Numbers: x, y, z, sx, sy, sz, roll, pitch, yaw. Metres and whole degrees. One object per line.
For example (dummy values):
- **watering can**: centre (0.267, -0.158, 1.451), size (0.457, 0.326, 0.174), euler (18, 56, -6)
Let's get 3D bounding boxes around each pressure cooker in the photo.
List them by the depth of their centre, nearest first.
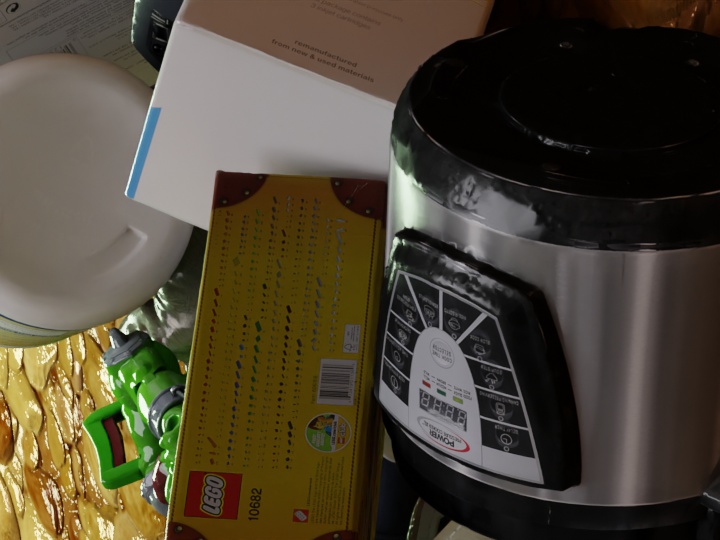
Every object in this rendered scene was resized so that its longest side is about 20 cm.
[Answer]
- **pressure cooker**: centre (0.095, 0.020, 1.119), size (0.176, 0.178, 0.201), euler (-87, -1, -60)

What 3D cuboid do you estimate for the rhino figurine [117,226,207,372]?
- **rhino figurine**: centre (-0.096, -0.012, 1.611), size (0.087, 0.060, 0.201), euler (41, 114, 40)

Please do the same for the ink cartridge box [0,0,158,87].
- **ink cartridge box**: centre (-0.162, -0.157, 1.612), size (0.076, 0.136, 0.200), euler (64, -178, 33)

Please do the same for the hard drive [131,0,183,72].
- **hard drive**: centre (-0.073, -0.206, 1.468), size (0.200, 0.042, 0.135), euler (109, -178, -49)

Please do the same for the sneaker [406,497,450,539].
- **sneaker**: centre (0.069, 0.194, 1.412), size (0.200, 0.108, 0.070), euler (-82, -2, -50)

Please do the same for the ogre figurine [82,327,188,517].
- **ogre figurine**: centre (-0.093, 0.104, 1.554), size (0.120, 0.098, 0.200), euler (54, -168, 32)

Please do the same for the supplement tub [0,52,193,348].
- **supplement tub**: centre (-0.178, -0.033, 1.530), size (0.200, 0.144, 0.145), euler (161, 96, -71)

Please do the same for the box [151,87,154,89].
- **box**: centre (-0.150, -0.173, 1.712), size (0.200, 0.075, 0.050), euler (101, 150, -45)

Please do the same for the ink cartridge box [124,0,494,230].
- **ink cartridge box**: centre (-0.008, -0.119, 1.264), size (0.129, 0.125, 0.200), euler (113, 177, -52)

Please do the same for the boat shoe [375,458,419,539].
- **boat shoe**: centre (-0.020, 0.057, 1.529), size (0.201, 0.068, 0.084), euler (70, 156, 18)

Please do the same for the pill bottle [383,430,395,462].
- **pill bottle**: centre (0.000, 0.000, 1.401), size (0.200, 0.111, 0.111), euler (57, 149, 40)

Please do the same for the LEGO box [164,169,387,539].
- **LEGO box**: centre (-0.032, 0.082, 1.185), size (0.149, 0.077, 0.201), euler (90, -175, -53)

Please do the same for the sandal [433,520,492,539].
- **sandal**: centre (0.083, 0.125, 1.330), size (0.078, 0.070, 0.212), euler (28, 103, 36)
